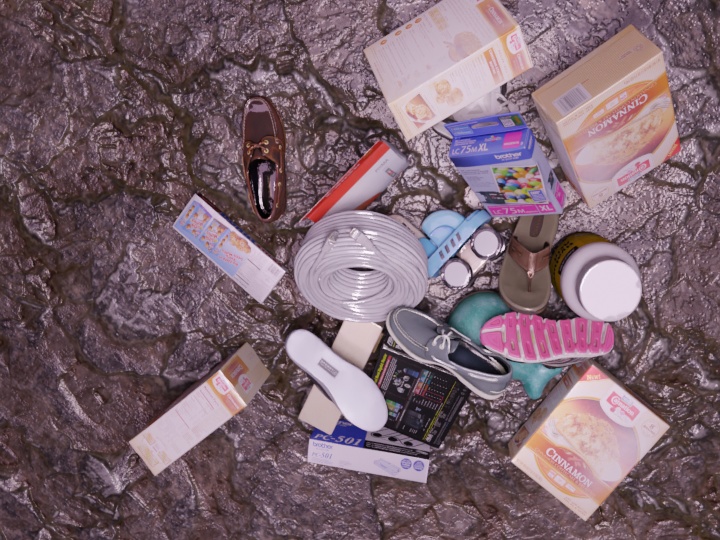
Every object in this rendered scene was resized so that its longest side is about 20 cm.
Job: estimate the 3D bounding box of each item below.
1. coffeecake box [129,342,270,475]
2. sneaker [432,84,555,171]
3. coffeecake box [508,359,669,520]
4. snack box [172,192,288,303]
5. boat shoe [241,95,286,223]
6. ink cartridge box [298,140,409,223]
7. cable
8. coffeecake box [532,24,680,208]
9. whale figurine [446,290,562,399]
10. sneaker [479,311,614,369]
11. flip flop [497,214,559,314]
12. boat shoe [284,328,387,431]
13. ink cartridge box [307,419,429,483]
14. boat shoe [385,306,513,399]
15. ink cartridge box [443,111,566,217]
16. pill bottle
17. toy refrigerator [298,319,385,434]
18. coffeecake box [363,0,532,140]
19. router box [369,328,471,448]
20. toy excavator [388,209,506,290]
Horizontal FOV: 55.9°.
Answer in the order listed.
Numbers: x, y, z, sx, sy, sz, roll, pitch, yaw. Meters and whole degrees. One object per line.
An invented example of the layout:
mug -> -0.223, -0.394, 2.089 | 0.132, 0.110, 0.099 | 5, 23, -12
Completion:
coffeecake box -> -0.260, 0.224, 1.122 | 0.199, 0.154, 0.074 | -38, 94, 11
sneaker -> 0.218, -0.222, 1.023 | 0.198, 0.076, 0.117 | 26, 104, 5
coffeecake box -> 0.358, 0.263, 1.082 | 0.153, 0.073, 0.201 | 37, 102, 1
snack box -> -0.218, -0.037, 1.138 | 0.199, 0.024, 0.072 | 41, 103, -1
boat shoe -> -0.153, -0.177, 1.084 | 0.069, 0.070, 0.205 | -8, 97, 10
ink cartridge box -> -0.002, -0.119, 1.006 | 0.162, 0.200, 0.050 | -44, 93, 12
cable -> 0.000, 0.000, 0.988 | 0.198, 0.070, 0.199 | 27, 139, -28
coffeecake box -> 0.345, -0.204, 0.942 | 0.152, 0.074, 0.200 | -33, 139, 11
whale figurine -> 0.225, 0.124, 1.067 | 0.199, 0.104, 0.160 | 39, 102, -1
sneaker -> 0.268, 0.109, 1.006 | 0.195, 0.088, 0.075 | 0, 67, -7
flip flop -> 0.255, -0.028, 1.010 | 0.079, 0.058, 0.203 | 12, 64, 18
boat shoe -> -0.039, 0.170, 1.054 | 0.199, 0.066, 0.070 | 39, 80, 3
ink cartridge box -> 0.017, 0.295, 1.129 | 0.195, 0.094, 0.045 | 8, 102, 6
boat shoe -> 0.128, 0.105, 0.962 | 0.198, 0.062, 0.073 | 33, 58, 8
ink cartridge box -> 0.206, -0.144, 0.971 | 0.117, 0.200, 0.043 | 0, 60, 36
pill bottle -> 0.339, 0.010, 0.983 | 0.109, 0.200, 0.114 | 1, 100, 6
toy refrigerator -> -0.026, 0.160, 1.121 | 0.069, 0.076, 0.203 | 25, 101, 2
coffeecake box -> 0.119, -0.303, 0.968 | 0.197, 0.155, 0.073 | -29, 136, 11
router box -> 0.087, 0.183, 1.069 | 0.147, 0.063, 0.202 | 20, 136, 3
toy excavator -> 0.104, -0.048, 1.070 | 0.195, 0.100, 0.200 | -46, 78, 13
